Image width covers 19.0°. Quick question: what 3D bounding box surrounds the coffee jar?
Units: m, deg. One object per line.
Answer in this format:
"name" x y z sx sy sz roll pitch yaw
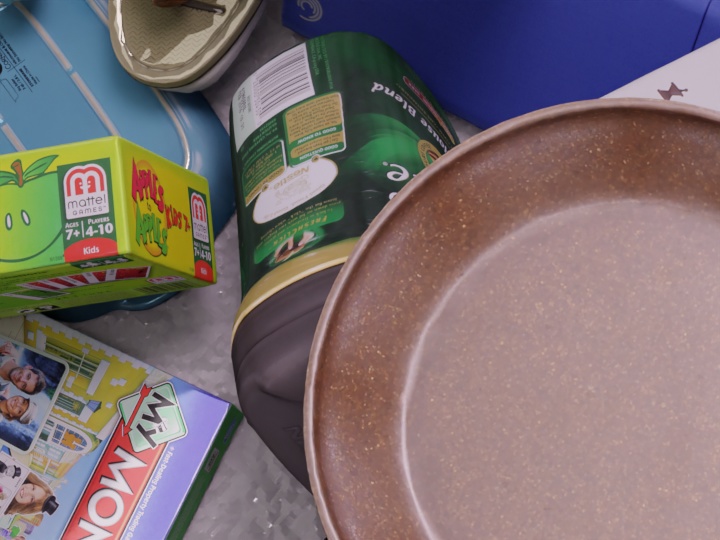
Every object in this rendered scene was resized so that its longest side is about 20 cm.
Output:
"coffee jar" 0.000 0.000 0.836 0.085 0.104 0.200 -28 35 17

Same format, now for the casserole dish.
"casserole dish" -0.139 -0.071 0.956 0.121 0.039 0.200 -36 73 -3

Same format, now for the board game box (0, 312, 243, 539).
"board game box" -0.154 0.120 0.913 0.134 0.029 0.200 23 80 14

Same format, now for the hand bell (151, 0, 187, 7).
"hand bell" -0.099 -0.206 0.901 0.104 0.104 0.201 -14 76 4

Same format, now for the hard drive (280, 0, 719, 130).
"hard drive" 0.062 -0.109 0.893 0.200 0.132 0.025 29 54 14

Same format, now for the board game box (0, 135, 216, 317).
"board game box" -0.170 -0.008 0.875 0.199 0.102 0.048 -9 80 14

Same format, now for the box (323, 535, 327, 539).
"box" -0.005 0.165 0.774 0.038 0.200 0.137 9 97 9

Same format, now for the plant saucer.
"plant saucer" 0.082 0.044 0.690 0.200 0.037 0.201 -4 74 14

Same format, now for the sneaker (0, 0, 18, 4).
"sneaker" -0.154 -0.205 0.953 0.081 0.077 0.200 -11 57 -3

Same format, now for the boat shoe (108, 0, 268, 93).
"boat shoe" -0.057 -0.166 0.952 0.074 0.068 0.201 13 76 10

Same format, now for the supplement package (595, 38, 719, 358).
"supplement package" 0.160 0.035 0.787 0.111 0.156 0.200 -27 68 -17
